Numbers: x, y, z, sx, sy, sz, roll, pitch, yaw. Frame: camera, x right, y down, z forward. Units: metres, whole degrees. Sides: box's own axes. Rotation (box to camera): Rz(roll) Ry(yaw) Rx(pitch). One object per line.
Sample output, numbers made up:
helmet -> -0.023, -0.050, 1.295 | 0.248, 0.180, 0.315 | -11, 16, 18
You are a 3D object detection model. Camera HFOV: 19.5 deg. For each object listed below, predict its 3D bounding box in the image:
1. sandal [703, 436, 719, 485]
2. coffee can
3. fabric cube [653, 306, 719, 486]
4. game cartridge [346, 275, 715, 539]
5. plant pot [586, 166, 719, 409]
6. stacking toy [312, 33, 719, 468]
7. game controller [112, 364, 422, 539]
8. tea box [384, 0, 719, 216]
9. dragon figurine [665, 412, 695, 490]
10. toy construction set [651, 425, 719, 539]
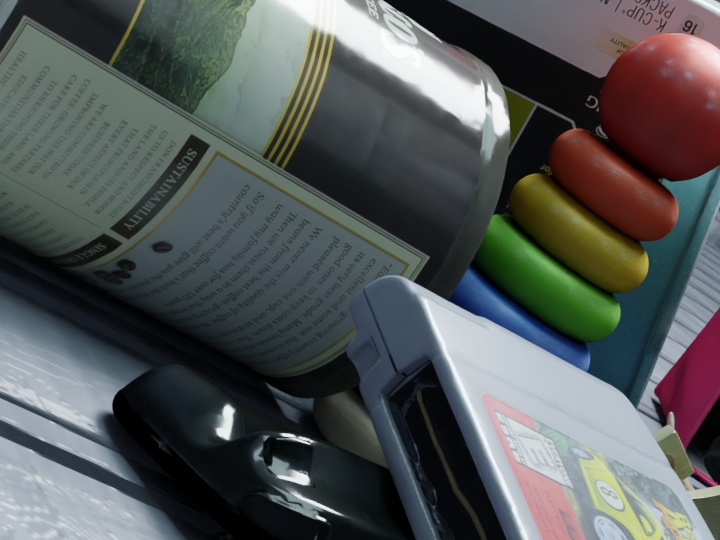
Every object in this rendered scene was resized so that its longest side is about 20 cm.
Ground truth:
sandal -> 0.210, 0.079, 0.859 | 0.075, 0.048, 0.200 | 40, -18, -9
coffee can -> -0.068, -0.060, 0.745 | 0.200, 0.146, 0.146 | 30, 11, -31
fabric cube -> 0.326, 0.076, 1.340 | 0.200, 0.196, 0.199 | 35, 9, -2
game cartridge -> 0.072, 0.097, 0.633 | 0.133, 0.041, 0.200 | 32, 27, -44
plant pot -> 0.092, -0.038, 1.117 | 0.188, 0.200, 0.200 | 23, 7, 8
stacking toy -> 0.069, -0.003, 0.781 | 0.085, 0.200, 0.085 | 34, 9, -6
game controller -> 0.011, 0.084, 0.672 | 0.200, 0.042, 0.104 | 28, -3, -41
tea box -> 0.035, -0.090, 0.907 | 0.200, 0.197, 0.134 | 27, 27, -4
dragon figurine -> 0.210, 0.145, 0.993 | 0.200, 0.059, 0.099 | 37, 9, 5
toy construction set -> 0.152, 0.112, 0.726 | 0.092, 0.131, 0.200 | 42, 2, -41
